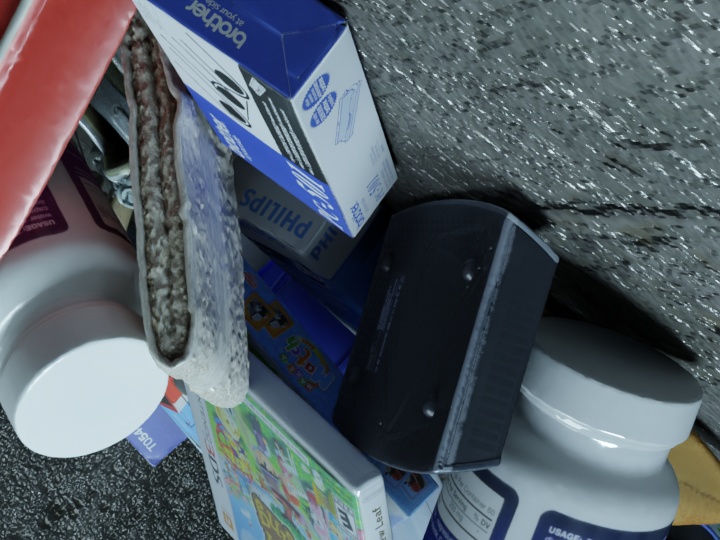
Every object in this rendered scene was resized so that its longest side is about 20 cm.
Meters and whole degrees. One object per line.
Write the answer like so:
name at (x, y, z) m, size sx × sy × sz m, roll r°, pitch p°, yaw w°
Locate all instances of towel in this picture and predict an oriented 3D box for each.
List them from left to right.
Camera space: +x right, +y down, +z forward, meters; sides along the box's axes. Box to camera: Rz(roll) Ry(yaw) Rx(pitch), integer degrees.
towel at (-0.088, -0.035, 0.814) m, size 0.034 × 0.203 × 0.133 m, roll -9°, pitch 165°, yaw 7°

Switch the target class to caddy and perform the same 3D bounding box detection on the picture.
caddy at (-0.061, 0.068, 1.196) m, size 0.105 × 0.200 × 0.142 m, roll 45°, pitch -163°, yaw -11°

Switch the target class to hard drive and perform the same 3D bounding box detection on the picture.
hard drive at (0.039, 0.034, 0.790) m, size 0.042 × 0.136 × 0.200 m, roll 17°, pitch 177°, yaw -14°

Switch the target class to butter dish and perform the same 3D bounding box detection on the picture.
butter dish at (-0.193, -0.128, 0.771) m, size 0.198 × 0.201 × 0.148 m, roll 34°, pitch -164°, yaw 10°

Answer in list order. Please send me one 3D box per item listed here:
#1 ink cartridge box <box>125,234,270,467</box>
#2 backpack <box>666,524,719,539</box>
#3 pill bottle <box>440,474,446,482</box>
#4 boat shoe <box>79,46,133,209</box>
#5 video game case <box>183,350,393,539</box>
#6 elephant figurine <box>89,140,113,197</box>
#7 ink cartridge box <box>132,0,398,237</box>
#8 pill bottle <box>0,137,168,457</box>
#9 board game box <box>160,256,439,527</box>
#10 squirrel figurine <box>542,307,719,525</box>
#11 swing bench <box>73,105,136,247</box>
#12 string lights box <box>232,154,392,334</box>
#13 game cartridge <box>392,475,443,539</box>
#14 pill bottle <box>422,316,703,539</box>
ink cartridge box at (-0.148, 0.043, 1.272) m, size 0.200 × 0.200 × 0.041 m, roll 51°, pitch 177°, yaw -29°
backpack at (0.188, 0.217, 1.062) m, size 0.199 × 0.185 × 0.146 m, roll 25°, pitch -170°, yaw 41°
pill bottle at (0.067, 0.145, 1.139) m, size 0.114 × 0.114 × 0.201 m, roll 28°, pitch 147°, yaw 43°
boat shoe at (-0.148, -0.088, 0.923) m, size 0.074 × 0.065 × 0.203 m, roll 16°, pitch 141°, yaw 54°
video game case at (-0.041, 0.134, 0.904) m, size 0.200 × 0.022 × 0.184 m, roll 37°, pitch 147°, yaw 44°
elephant figurine at (-0.154, -0.026, 1.382) m, size 0.140 × 0.157 × 0.200 m, roll -6°, pitch -158°, yaw -20°
ink cartridge box at (-0.039, -0.084, 0.732) m, size 0.094 × 0.044 × 0.200 m, roll 36°, pitch 173°, yaw 15°
pill bottle at (-0.177, -0.001, 0.830) m, size 0.201 × 0.112 × 0.112 m, roll 55°, pitch -174°, yaw 37°
board game box at (-0.057, 0.091, 0.978) m, size 0.200 × 0.037 × 0.151 m, roll 48°, pitch 144°, yaw 2°
squirrel figurine at (0.097, 0.086, 0.944) m, size 0.201 × 0.141 × 0.187 m, roll 55°, pitch 175°, yaw -24°
swing bench at (-0.196, -0.070, 1.089) m, size 0.129 × 0.202 × 0.198 m, roll -13°, pitch -150°, yaw -38°
string lights box at (0.000, 0.000, 1.003) m, size 0.102 × 0.059 × 0.200 m, roll 29°, pitch 169°, yaw 43°
game cartridge at (0.026, 0.193, 1.057) m, size 0.134 × 0.041 × 0.200 m, roll 62°, pitch 160°, yaw 4°
pill bottle at (0.094, 0.133, 0.792) m, size 0.114 × 0.202 × 0.116 m, roll 18°, pitch -163°, yaw -6°
